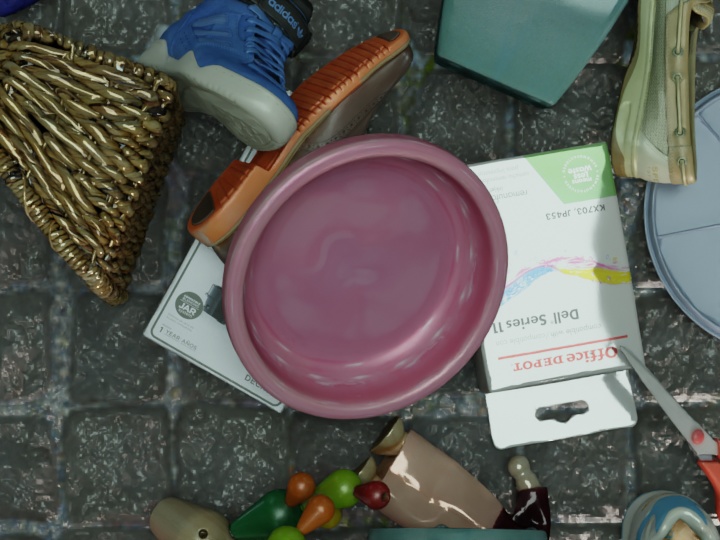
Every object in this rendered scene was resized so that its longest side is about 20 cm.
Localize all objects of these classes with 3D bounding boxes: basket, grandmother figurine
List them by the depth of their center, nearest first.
[{"bbox_3d":[-0.206,-0.070,1.323,0.141,0.200,0.150,20,87,-2],"label":"basket"},{"bbox_3d":[0.088,0.185,1.392,0.200,0.061,0.122,39,82,-2],"label":"grandmother figurine"}]

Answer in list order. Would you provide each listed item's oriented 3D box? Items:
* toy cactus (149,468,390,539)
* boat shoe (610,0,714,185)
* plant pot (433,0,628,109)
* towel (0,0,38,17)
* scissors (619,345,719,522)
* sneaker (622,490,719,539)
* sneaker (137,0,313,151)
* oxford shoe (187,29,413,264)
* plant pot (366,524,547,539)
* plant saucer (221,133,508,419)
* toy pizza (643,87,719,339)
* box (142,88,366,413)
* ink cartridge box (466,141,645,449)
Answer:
[{"bbox_3d":[-0.081,0.201,1.347,0.201,0.164,0.102,-52,131,-11],"label":"toy cactus"},{"bbox_3d":[0.227,-0.160,1.397,0.062,0.073,0.203,11,79,19],"label":"boat shoe"},{"bbox_3d":[0.129,-0.223,1.382,0.140,0.141,0.202,23,93,0],"label":"plant pot"},{"bbox_3d":[-0.208,-0.290,1.416,0.199,0.050,0.149,-29,95,-4],"label":"towel"},{"bbox_3d":[0.240,0.130,1.384,0.199,0.014,0.074,33,82,-25],"label":"scissors"},{"bbox_3d":[0.226,0.257,1.373,0.076,0.081,0.202,-12,88,-4],"label":"sneaker"},{"bbox_3d":[-0.072,-0.152,1.344,0.111,0.200,0.077,-47,117,-8],"label":"sneaker"},{"bbox_3d":[-0.027,-0.079,1.346,0.200,0.071,0.073,-46,110,0],"label":"oxford shoe"},{"bbox_3d":[0.063,0.233,1.279,0.198,0.200,0.136,0,82,-2],"label":"plant pot"},{"bbox_3d":[0.000,0.000,1.320,0.198,0.051,0.203,-8,117,-17],"label":"plant saucer"},{"bbox_3d":[0.302,-0.040,1.425,0.198,0.032,0.203,0,87,-1],"label":"toy pizza"},{"bbox_3d":[-0.056,-0.014,1.396,0.116,0.060,0.201,28,86,0],"label":"box"},{"bbox_3d":[0.133,0.020,1.397,0.116,0.067,0.202,-10,87,-3],"label":"ink cartridge box"}]
